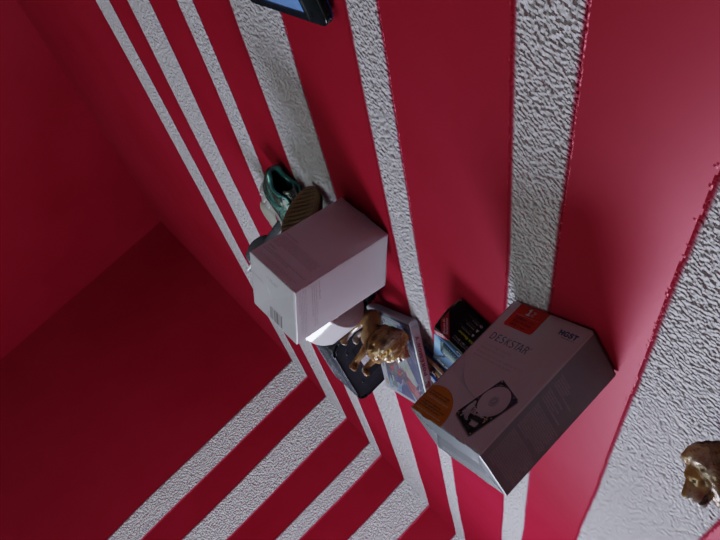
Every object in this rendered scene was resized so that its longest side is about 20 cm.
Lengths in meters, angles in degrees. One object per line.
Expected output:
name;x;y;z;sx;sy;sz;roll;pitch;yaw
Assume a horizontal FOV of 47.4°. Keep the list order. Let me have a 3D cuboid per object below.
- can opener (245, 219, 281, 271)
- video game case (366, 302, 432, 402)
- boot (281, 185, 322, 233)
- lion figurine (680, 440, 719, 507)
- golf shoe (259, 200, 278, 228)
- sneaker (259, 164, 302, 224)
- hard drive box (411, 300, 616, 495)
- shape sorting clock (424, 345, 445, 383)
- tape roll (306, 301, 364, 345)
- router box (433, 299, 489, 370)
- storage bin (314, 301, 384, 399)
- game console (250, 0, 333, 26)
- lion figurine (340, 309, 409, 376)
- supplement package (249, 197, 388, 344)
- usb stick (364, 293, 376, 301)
can opener;-0.182;-0.071;1.670;0.067;0.053;0.201;54;130;18
video game case;0.079;0.167;1.618;0.199;0.023;0.187;18;124;65
boot;-0.073;-0.031;1.477;0.071;0.205;0.165;1;161;37
lion figurine;0.395;0.206;0.765;0.124;0.072;0.200;55;153;4
golf shoe;-0.153;-0.065;1.718;0.201;0.092;0.073;50;171;5
sneaker;-0.124;-0.115;1.530;0.200;0.077;0.092;48;159;17
hard drive box;0.183;0.148;0.997;0.077;0.200;0.155;54;164;-26
shape sorting clock;0.162;0.228;1.622;0.200;0.039;0.201;46;166;15
tape roll;-0.085;0.039;1.586;0.201;0.070;0.205;36;-146;-29
router box;0.199;0.155;1.258;0.200;0.062;0.151;44;167;21
storage bin;-0.009;0.164;1.778;0.093;0.135;0.202;34;160;43
game console;-0.149;-0.337;0.919;0.199;0.118;0.172;35;160;47
lion figurine;0.023;0.123;1.581;0.072;0.123;0.201;27;-161;-33
supplement package;-0.064;-0.002;1.326;0.121;0.198;0.122;38;145;32
usb stick;0.000;0.000;1.532;0.056;0.032;0.201;47;167;24
